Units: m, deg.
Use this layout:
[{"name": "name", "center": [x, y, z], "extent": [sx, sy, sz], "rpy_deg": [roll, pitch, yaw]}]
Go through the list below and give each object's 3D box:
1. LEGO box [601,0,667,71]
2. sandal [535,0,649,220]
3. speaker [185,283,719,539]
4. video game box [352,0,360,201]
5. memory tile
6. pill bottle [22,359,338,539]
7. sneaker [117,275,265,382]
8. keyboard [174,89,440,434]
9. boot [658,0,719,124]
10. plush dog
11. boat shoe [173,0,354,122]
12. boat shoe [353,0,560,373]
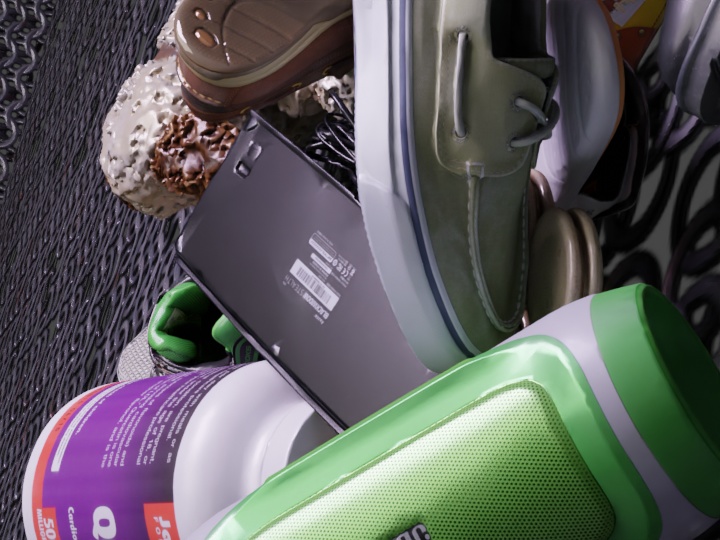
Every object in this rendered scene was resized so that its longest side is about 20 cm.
[{"name": "LEGO box", "center": [0.115, -0.210, 0.849], "extent": [0.150, 0.077, 0.201], "rpy_deg": [-97, 29, -54]}, {"name": "sandal", "center": [0.090, -0.056, 0.804], "extent": [0.207, 0.059, 0.080], "rpy_deg": [131, 130, -77]}, {"name": "speaker", "center": [0.028, 0.085, 0.677], "extent": [0.199, 0.088, 0.089], "rpy_deg": [-32, 32, 19]}, {"name": "video game box", "center": [0.022, -0.083, 0.951], "extent": [0.200, 0.046, 0.184], "rpy_deg": [-98, 8, -63]}, {"name": "memory tile", "center": [0.054, 0.059, 0.783], "extent": [0.153, 0.017, 0.202], "rpy_deg": [-126, 41, -69]}, {"name": "pill bottle", "center": [-0.059, 0.099, 0.897], "extent": [0.199, 0.112, 0.113], "rpy_deg": [-11, 61, 53]}, {"name": "sneaker", "center": [-0.075, 0.029, 1.007], "extent": [0.200, 0.085, 0.079], "rpy_deg": [-25, 56, 57]}, {"name": "keyboard", "center": [0.000, 0.000, 0.835], "extent": [0.105, 0.039, 0.200], "rpy_deg": [-57, 42, 9]}, {"name": "boot", "center": [0.090, -0.165, 0.719], "extent": [0.199, 0.065, 0.166], "rpy_deg": [34, 98, 31]}, {"name": "plush dog", "center": [-0.083, -0.106, 1.183], "extent": [0.172, 0.160, 0.200], "rpy_deg": [-51, 12, -16]}, {"name": "boat shoe", "center": [-0.017, -0.142, 1.083], "extent": [0.199, 0.072, 0.068], "rpy_deg": [-32, -23, -26]}, {"name": "boat shoe", "center": [0.037, -0.063, 0.709], "extent": [0.062, 0.072, 0.202], "rpy_deg": [-3, 98, 31]}]
